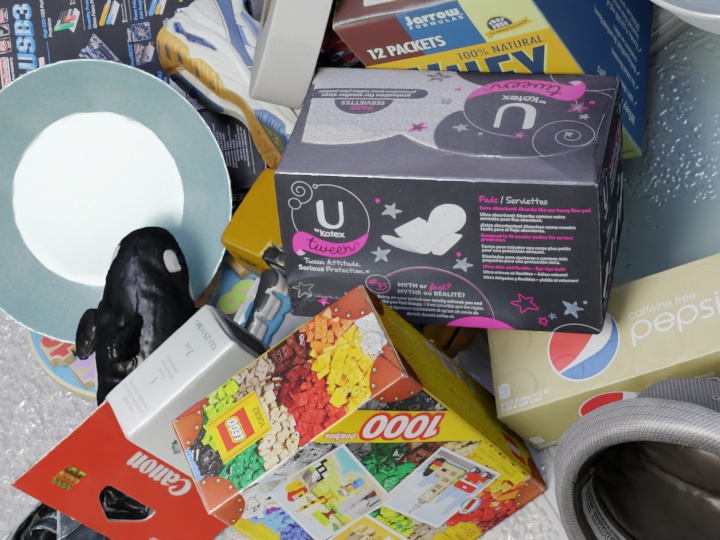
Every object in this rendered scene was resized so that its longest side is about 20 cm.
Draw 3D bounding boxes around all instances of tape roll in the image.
[{"bbox_3d":[-0.035,-0.208,1.511,0.037,0.203,0.204,12,68,-5],"label":"tape roll"}]

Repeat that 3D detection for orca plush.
[{"bbox_3d":[-0.165,0.064,1.546,0.105,0.071,0.201,19,85,23],"label":"orca plush"}]

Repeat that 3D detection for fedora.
[{"bbox_3d":[0.214,0.133,1.342,0.199,0.178,0.090,21,43,18],"label":"fedora"}]

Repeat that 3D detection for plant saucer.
[{"bbox_3d":[-0.187,-0.049,1.616,0.200,0.039,0.202,1,98,4],"label":"plant saucer"}]

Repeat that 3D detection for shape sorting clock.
[{"bbox_3d":[-0.150,0.010,1.660,0.199,0.039,0.201,-12,52,16],"label":"shape sorting clock"}]

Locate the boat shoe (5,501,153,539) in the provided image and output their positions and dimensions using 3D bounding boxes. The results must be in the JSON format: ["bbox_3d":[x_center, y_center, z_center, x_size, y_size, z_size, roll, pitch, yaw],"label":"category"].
[{"bbox_3d":[-0.189,0.162,1.593,0.070,0.091,0.201,-4,64,30],"label":"boat shoe"}]

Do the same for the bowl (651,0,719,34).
[{"bbox_3d":[0.266,-0.226,1.502,0.200,0.090,0.202,-10,61,18],"label":"bowl"}]

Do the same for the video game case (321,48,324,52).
[{"bbox_3d":[-0.013,-0.129,1.680,0.143,0.018,0.200,-39,53,10],"label":"video game case"}]

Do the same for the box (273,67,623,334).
[{"bbox_3d":[0.060,-0.049,1.434,0.199,0.115,0.132,4,37,11],"label":"box"}]

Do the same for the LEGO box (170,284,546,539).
[{"bbox_3d":[0.002,0.115,1.430,0.149,0.200,0.077,-36,52,11],"label":"LEGO box"}]

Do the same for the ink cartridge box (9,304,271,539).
[{"bbox_3d":[-0.102,0.126,1.489,0.173,0.200,0.044,-42,53,7],"label":"ink cartridge box"}]

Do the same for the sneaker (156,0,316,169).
[{"bbox_3d":[-0.047,-0.125,1.610,0.200,0.075,0.088,43,69,6],"label":"sneaker"}]

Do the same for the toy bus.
[{"bbox_3d":[0.000,0.000,1.555,0.199,0.078,0.065,26,76,29],"label":"toy bus"}]

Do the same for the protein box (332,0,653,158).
[{"bbox_3d":[0.097,-0.200,1.522,0.134,0.199,0.201,-9,56,28],"label":"protein box"}]

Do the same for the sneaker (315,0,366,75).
[{"bbox_3d":[0.014,-0.156,1.620,0.071,0.098,0.201,-29,31,18],"label":"sneaker"}]

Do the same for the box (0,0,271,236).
[{"bbox_3d":[-0.172,-0.130,1.684,0.197,0.050,0.201,-11,72,6],"label":"box"}]

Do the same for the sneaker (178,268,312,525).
[{"bbox_3d":[-0.071,0.104,1.567,0.201,0.086,0.075,-60,15,17],"label":"sneaker"}]

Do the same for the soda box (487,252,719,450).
[{"bbox_3d":[0.183,0.048,1.439,0.199,0.064,0.068,-19,58,24],"label":"soda box"}]
